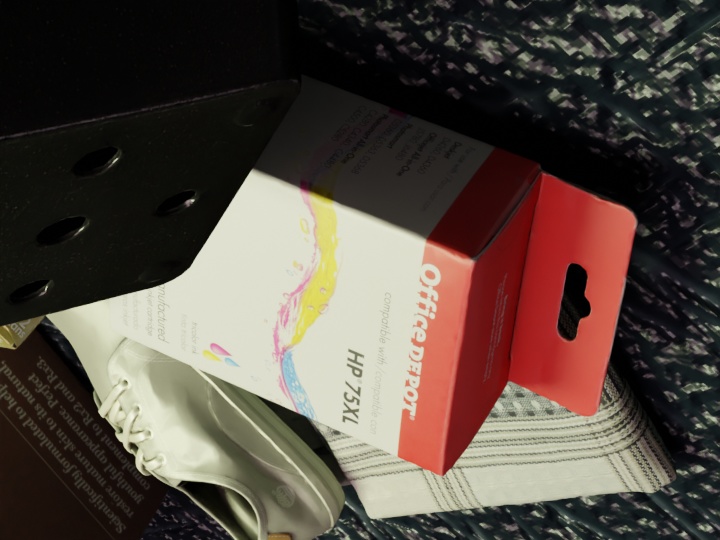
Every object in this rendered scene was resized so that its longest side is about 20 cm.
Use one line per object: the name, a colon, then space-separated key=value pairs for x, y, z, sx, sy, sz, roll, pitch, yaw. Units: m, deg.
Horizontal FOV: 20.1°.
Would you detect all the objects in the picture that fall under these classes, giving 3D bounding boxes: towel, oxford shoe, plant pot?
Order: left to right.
plant pot: x=-0.130 y=-0.088 z=0.664 sx=0.179 sy=0.198 sz=0.200 roll=65 pitch=147 yaw=19
oxford shoe: x=-0.095 y=0.064 z=0.971 sx=0.200 sy=0.058 sz=0.075 roll=43 pitch=158 yaw=5
towel: x=0.015 y=0.035 z=0.900 sx=0.199 sy=0.035 sz=0.193 roll=-7 pitch=130 yaw=40

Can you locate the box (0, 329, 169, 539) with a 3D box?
box: x=-0.247 y=0.129 z=1.080 sx=0.199 sy=0.165 sz=0.166 roll=-10 pitch=127 yaw=41

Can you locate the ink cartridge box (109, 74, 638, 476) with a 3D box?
ink cartridge box: x=0.000 y=0.000 z=0.803 sx=0.198 sy=0.067 sz=0.117 roll=22 pitch=134 yaw=18

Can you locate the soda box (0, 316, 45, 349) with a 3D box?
soda box: x=-0.179 y=-0.015 z=0.894 sx=0.064 sy=0.068 sz=0.200 roll=46 pitch=162 yaw=-20
